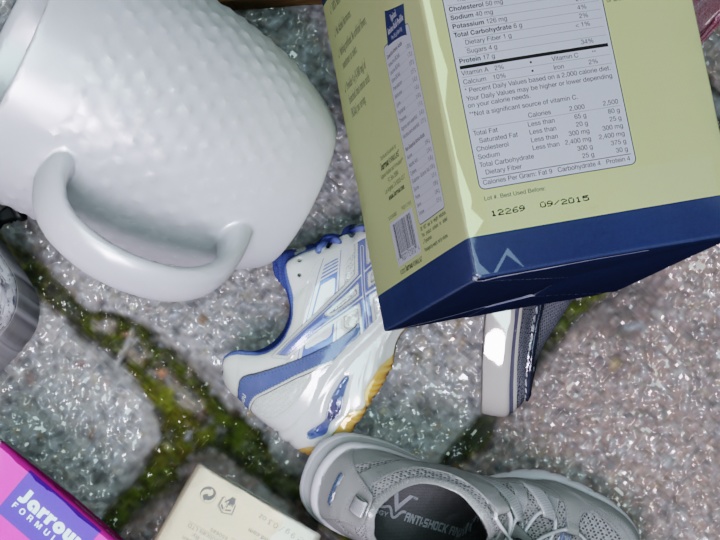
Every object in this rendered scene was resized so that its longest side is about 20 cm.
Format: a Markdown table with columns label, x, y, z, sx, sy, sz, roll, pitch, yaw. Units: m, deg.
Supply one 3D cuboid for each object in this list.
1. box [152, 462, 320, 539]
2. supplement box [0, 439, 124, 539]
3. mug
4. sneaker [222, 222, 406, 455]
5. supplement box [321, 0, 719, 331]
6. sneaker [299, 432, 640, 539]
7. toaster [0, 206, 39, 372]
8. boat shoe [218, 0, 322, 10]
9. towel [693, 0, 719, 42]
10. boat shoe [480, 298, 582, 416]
| label | x | y | z | sx | sy | sz | roll | pitch | yaw |
| --- | --- | --- | --- | --- | --- | --- | --- | --- | --- |
| box | -0.103 | 0.208 | 1.268 | 0.077 | 0.095 | 0.201 | 30 | 82 | 0 |
| supplement box | -0.217 | 0.196 | 1.257 | 0.101 | 0.103 | 0.200 | 39 | 82 | 1 |
| mug | -0.111 | -0.062 | 1.247 | 0.175 | 0.201 | 0.148 | 25 | 128 | -16 |
| sneaker | 0.000 | 0.000 | 1.303 | 0.088 | 0.075 | 0.201 | 33 | 83 | 0 |
| supplement box | 0.075 | -0.089 | 1.184 | 0.133 | 0.200 | 0.201 | -9 | 84 | -13 |
| sneaker | 0.066 | 0.146 | 1.273 | 0.199 | 0.082 | 0.075 | 13 | 100 | -20 |
| toaster | -0.250 | 0.028 | 1.255 | 0.200 | 0.129 | 0.114 | -38 | 89 | -7 |
| boat shoe | -0.019 | -0.184 | 1.319 | 0.199 | 0.074 | 0.070 | -4 | 91 | -4 |
| towel | 0.139 | -0.216 | 1.360 | 0.200 | 0.023 | 0.144 | 43 | 83 | 1 |
| boat shoe | 0.121 | -0.014 | 1.312 | 0.092 | 0.075 | 0.201 | 8 | 83 | 4 |
